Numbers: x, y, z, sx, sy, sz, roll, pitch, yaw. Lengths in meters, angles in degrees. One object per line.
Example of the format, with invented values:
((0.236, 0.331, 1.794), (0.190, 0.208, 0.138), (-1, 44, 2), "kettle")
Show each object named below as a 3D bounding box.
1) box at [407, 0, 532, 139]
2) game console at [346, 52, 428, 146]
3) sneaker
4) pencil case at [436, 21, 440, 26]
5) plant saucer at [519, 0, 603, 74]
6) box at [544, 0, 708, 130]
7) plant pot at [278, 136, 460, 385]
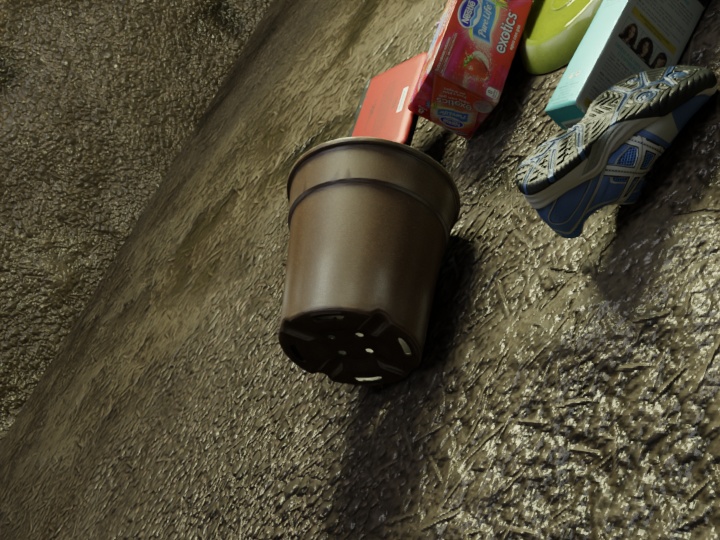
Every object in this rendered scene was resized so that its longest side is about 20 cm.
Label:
((0.142, -0.284, 1.147), (0.100, 0.094, 0.202), (128, 164, -67), "box")
((0.043, -0.171, 1.249), (0.171, 0.119, 0.202), (-19, 40, 36), "game console")
((0.229, -0.108, 0.801), (0.199, 0.077, 0.076), (-35, 26, -1), "sneaker")
((0.167, -0.390, 1.305), (0.084, 0.085, 0.202), (-27, 34, 51), "pencil case")
((0.260, -0.328, 1.102), (0.200, 0.031, 0.201), (-43, 25, 26), "plant saucer")
((0.258, -0.212, 0.872), (0.202, 0.082, 0.049), (-60, 22, -14), "box")
((0.000, 0.000, 0.970), (0.199, 0.199, 0.200), (-31, 39, 44), "plant pot")
